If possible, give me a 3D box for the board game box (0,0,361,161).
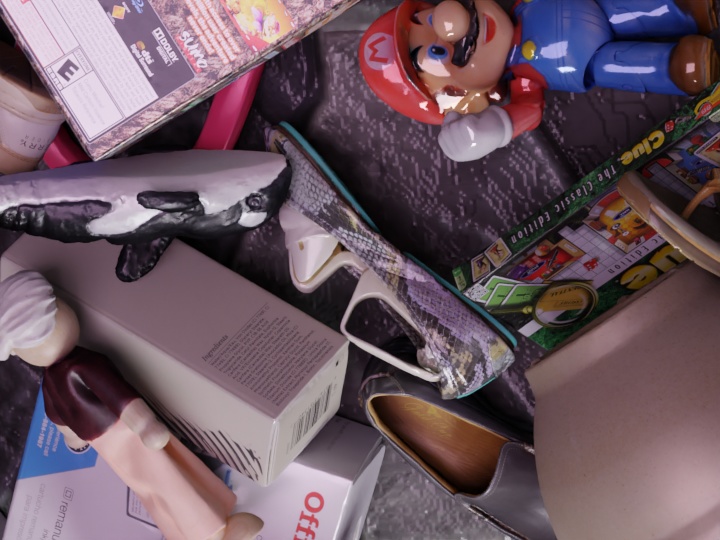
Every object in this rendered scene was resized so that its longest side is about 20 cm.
[{"bbox_3d":[-0.102,-0.180,1.619,0.200,0.097,0.159,-31,92,4],"label":"board game box"}]

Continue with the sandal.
[{"bbox_3d":[0.220,-0.025,1.598,0.200,0.080,0.054,18,109,-34],"label":"sandal"}]

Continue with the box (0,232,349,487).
[{"bbox_3d":[-0.111,0.037,1.706,0.200,0.082,0.068,31,142,19],"label":"box"}]

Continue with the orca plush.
[{"bbox_3d":[-0.137,-0.022,1.654,0.200,0.105,0.071,-11,109,-25],"label":"orca plush"}]

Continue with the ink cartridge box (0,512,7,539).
[{"bbox_3d":[-0.249,0.222,1.795,0.083,0.147,0.200,-39,93,22],"label":"ink cartridge box"}]

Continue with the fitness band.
[{"bbox_3d":[-0.128,-0.131,1.717,0.144,0.037,0.200,22,112,4],"label":"fitness band"}]

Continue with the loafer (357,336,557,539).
[{"bbox_3d":[0.079,0.121,1.718,0.200,0.072,0.073,33,111,2],"label":"loafer"}]

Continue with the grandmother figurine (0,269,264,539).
[{"bbox_3d":[-0.144,0.083,1.667,0.121,0.061,0.200,-18,114,51],"label":"grandmother figurine"}]

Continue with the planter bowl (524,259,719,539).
[{"bbox_3d":[0.175,0.077,1.620,0.200,0.200,0.135,-35,88,21],"label":"planter bowl"}]

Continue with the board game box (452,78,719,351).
[{"bbox_3d":[0.160,-0.028,1.645,0.200,0.105,0.023,-36,50,22],"label":"board game box"}]

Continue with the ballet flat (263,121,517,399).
[{"bbox_3d":[0.000,0.000,1.687,0.200,0.072,0.072,44,112,8],"label":"ballet flat"}]

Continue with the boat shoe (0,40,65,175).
[{"bbox_3d":[-0.258,-0.119,1.710,0.200,0.074,0.069,33,109,28],"label":"boat shoe"}]

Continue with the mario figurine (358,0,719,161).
[{"bbox_3d":[0.095,-0.131,1.614,0.200,0.123,0.106,-6,118,12],"label":"mario figurine"}]

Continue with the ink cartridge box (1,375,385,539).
[{"bbox_3d":[-0.103,0.142,1.766,0.200,0.086,0.146,19,110,9],"label":"ink cartridge box"}]
